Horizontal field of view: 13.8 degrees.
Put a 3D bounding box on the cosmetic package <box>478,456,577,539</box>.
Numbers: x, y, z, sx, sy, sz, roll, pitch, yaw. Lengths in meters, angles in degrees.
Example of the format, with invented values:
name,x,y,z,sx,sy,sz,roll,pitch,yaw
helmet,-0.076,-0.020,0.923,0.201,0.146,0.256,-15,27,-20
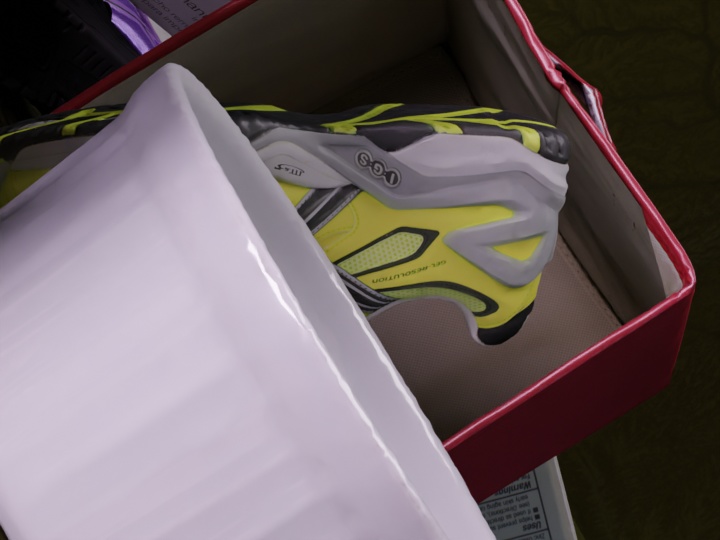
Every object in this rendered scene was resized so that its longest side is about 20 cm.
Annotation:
name,x,y,z,sx,sy,sz,roll,pitch,yaw
cosmetic package,0.021,0.045,1.242,0.087,0.103,0.201,-104,-179,-76

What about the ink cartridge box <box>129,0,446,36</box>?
name,x,y,z,sx,sy,sz,roll,pitch,yaw
ink cartridge box,-0.030,-0.165,1.176,0.144,0.085,0.200,38,-31,-25

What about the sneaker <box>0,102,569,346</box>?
name,x,y,z,sx,sy,sz,roll,pitch,yaw
sneaker,-0.033,-0.014,0.946,0.075,0.199,0.077,-95,-173,-80

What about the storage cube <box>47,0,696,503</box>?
name,x,y,z,sx,sy,sz,roll,pitch,yaw
storage cube,0.000,0.000,1.077,0.171,0.199,0.180,58,-3,12

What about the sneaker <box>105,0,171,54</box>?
name,x,y,z,sx,sy,sz,roll,pitch,yaw
sneaker,-0.096,-0.063,1.404,0.200,0.080,0.084,46,22,-25

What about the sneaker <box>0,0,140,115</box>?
name,x,y,z,sx,sy,sz,roll,pitch,yaw
sneaker,-0.122,-0.097,1.252,0.200,0.060,0.104,48,11,-33

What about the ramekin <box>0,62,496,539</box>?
name,x,y,z,sx,sy,sz,roll,pitch,yaw
ramekin,-0.037,0.052,0.831,0.201,0.097,0.200,58,4,-6
